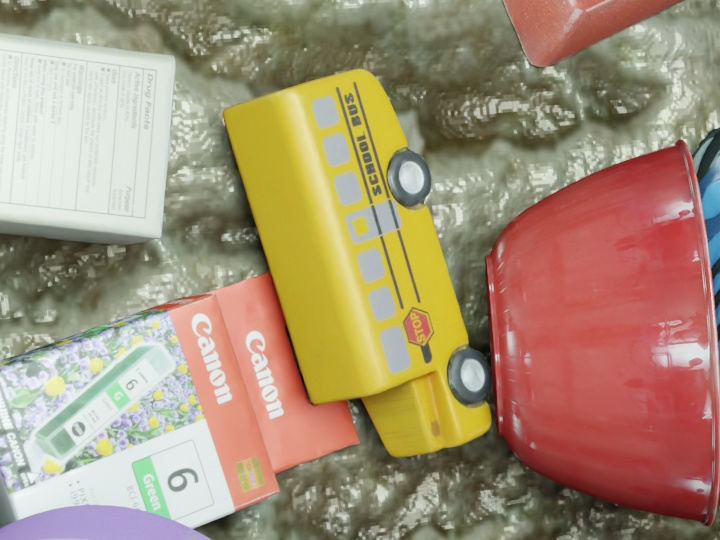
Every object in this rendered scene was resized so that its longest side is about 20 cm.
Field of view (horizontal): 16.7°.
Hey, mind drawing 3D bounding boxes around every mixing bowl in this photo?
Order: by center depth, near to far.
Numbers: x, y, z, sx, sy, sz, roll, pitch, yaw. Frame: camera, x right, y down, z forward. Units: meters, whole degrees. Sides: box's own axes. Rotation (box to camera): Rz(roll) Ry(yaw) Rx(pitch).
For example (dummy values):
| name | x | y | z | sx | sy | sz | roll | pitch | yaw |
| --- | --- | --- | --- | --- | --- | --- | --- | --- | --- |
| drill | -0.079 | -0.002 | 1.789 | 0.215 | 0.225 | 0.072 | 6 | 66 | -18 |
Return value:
| name | x | y | z | sx | sy | sz | roll | pitch | yaw |
| --- | --- | --- | --- | --- | --- | --- | --- | --- | --- |
| mixing bowl | 0.121 | 0.035 | 1.270 | 0.108 | 0.200 | 0.201 | -4 | 88 | 3 |

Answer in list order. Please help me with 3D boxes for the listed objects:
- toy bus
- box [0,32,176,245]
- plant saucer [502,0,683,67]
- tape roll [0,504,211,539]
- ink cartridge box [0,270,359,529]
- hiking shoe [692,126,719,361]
| name | x | y | z | sx | sy | sz | roll | pitch | yaw |
| --- | --- | --- | --- | --- | --- | --- | --- | --- | --- |
| toy bus | 0.000 | 0.000 | 1.258 | 0.078 | 0.065 | 0.200 | -20 | 95 | -41 |
| box | -0.196 | -0.067 | 1.180 | 0.200 | 0.078 | 0.095 | 8 | 84 | -23 |
| plant saucer | 0.144 | -0.242 | 1.361 | 0.200 | 0.037 | 0.200 | -26 | 97 | -22 |
| tape roll | -0.127 | 0.215 | 1.150 | 0.200 | 0.066 | 0.201 | 1 | 98 | 7 |
| ink cartridge box | -0.094 | 0.073 | 1.232 | 0.200 | 0.050 | 0.109 | -20 | 95 | -22 |
| hiking shoe | 0.224 | 0.015 | 1.352 | 0.074 | 0.087 | 0.200 | 1 | 87 | -23 |
